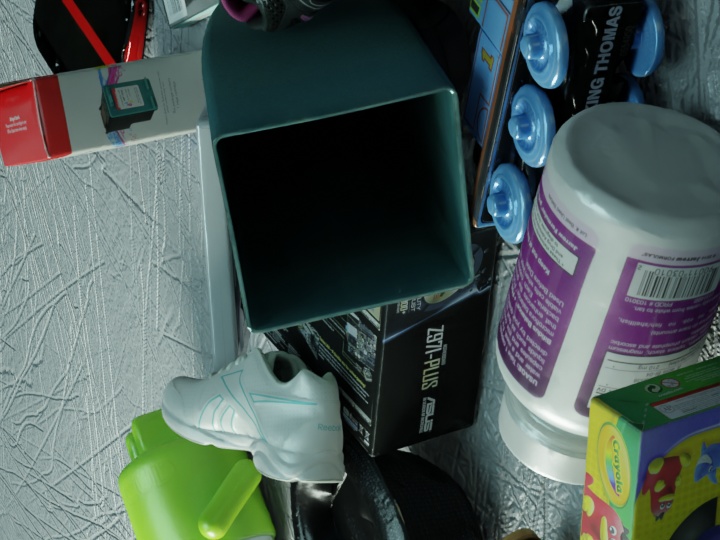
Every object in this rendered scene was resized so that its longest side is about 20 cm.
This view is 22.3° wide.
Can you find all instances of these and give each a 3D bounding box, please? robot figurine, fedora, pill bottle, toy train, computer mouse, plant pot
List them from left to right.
[{"bbox_3d":[-0.138,0.217,1.579,0.201,0.115,0.176,67,157,17],"label":"robot figurine"},{"bbox_3d":[-0.025,-0.089,1.126,0.201,0.140,0.142,-109,8,-53],"label":"plant pot"},{"bbox_3d":[0.023,-0.176,1.190,0.200,0.046,0.142,-160,53,-70],"label":"computer mouse"},{"bbox_3d":[0.026,0.193,1.292,0.200,0.091,0.203,33,128,57],"label":"fedora"},{"bbox_3d":[0.107,-0.105,1.031,0.115,0.086,0.201,-119,28,-44],"label":"toy train"},{"bbox_3d":[0.136,0.019,0.994,0.112,0.111,0.201,52,143,38],"label":"pill bottle"}]

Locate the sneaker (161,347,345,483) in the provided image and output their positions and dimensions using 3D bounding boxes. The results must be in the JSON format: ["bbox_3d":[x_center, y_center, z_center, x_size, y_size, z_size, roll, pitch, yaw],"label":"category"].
[{"bbox_3d":[-0.072,0.092,1.284,0.199,0.070,0.081,13,98,51],"label":"sneaker"}]

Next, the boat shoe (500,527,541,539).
[{"bbox_3d":[0.107,0.258,1.202,0.070,0.070,0.201,44,145,39],"label":"boat shoe"}]

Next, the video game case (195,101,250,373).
[{"bbox_3d":[-0.099,-0.041,1.403,0.182,0.023,0.202,-85,-7,-71],"label":"video game case"}]

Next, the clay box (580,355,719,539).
[{"bbox_3d":[0.173,0.151,0.979,0.048,0.114,0.202,33,130,51],"label":"clay box"}]

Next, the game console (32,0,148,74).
[{"bbox_3d":[-0.250,-0.233,1.695,0.200,0.031,0.178,53,139,37],"label":"game console"}]

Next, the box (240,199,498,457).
[{"bbox_3d":[0.000,0.000,1.263,0.200,0.085,0.165,44,139,46],"label":"box"}]

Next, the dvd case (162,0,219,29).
[{"bbox_3d":[-0.142,-0.306,1.465,0.146,0.022,0.202,-11,91,62],"label":"dvd case"}]

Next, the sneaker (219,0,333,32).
[{"bbox_3d":[-0.053,-0.188,1.092,0.081,0.086,0.200,52,180,-14],"label":"sneaker"}]

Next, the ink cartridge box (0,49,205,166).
[{"bbox_3d":[-0.229,-0.131,1.509,0.116,0.198,0.068,-2,100,62],"label":"ink cartridge box"}]
